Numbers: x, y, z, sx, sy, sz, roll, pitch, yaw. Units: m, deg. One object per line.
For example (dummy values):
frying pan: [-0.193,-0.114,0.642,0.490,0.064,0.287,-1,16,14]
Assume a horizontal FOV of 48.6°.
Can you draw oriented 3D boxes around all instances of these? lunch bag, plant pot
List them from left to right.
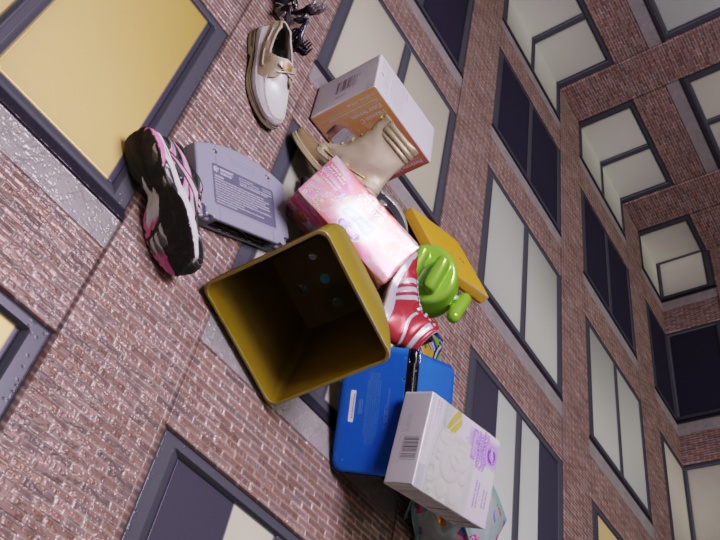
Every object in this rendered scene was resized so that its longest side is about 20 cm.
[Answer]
plant pot: [-0.070,0.042,1.157,0.201,0.199,0.177,62,19,-12]
lunch bag: [0.157,0.399,1.371,0.170,0.121,0.201,-41,114,-58]

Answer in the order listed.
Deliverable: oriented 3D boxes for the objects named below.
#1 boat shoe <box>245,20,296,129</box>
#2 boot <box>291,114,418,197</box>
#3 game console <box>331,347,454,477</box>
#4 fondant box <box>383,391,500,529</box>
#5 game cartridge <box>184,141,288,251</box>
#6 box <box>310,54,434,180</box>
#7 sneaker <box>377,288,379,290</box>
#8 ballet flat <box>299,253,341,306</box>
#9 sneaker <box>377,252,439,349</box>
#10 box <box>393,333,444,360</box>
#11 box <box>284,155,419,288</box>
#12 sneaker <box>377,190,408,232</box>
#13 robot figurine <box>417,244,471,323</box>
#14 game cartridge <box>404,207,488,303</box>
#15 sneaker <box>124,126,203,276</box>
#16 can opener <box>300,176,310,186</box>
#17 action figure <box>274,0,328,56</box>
boat shoe: [-0.149,-0.341,1.363,0.075,0.068,0.202,20,56,-53]
boot: [-0.012,-0.215,1.373,0.200,0.155,0.073,47,6,24]
game console: [0.056,0.233,1.275,0.118,0.169,0.202,65,30,-68]
fondant box: [0.130,0.291,1.218,0.200,0.058,0.145,40,55,-38]
game cartridge: [-0.186,-0.113,1.200,0.199,0.041,0.134,23,57,-52]
box: [0.027,-0.281,1.533,0.200,0.151,0.107,47,36,-32]
sneaker: [0.000,0.000,1.394,0.200,0.077,0.086,52,43,-35]
ballet flat: [-0.046,0.044,1.325,0.201,0.068,0.063,56,5,-28]
sneaker: [0.087,0.057,1.358,0.112,0.071,0.201,34,48,-9]
box: [0.091,0.181,1.442,0.064,0.070,0.200,54,33,-22]
box: [-0.016,-0.068,1.276,0.200,0.103,0.095,47,65,-3]
sneaker: [0.005,-0.112,1.487,0.200,0.075,0.106,50,38,-14]
robot figurine: [0.128,0.023,1.513,0.116,0.174,0.200,-60,166,-12]
game cartridge: [0.183,-0.030,1.708,0.200,0.032,0.177,30,28,-46]
sneaker: [-0.238,-0.094,1.059,0.086,0.080,0.202,-2,75,-60]
can opener: [-0.033,-0.092,1.409,0.200,0.063,0.079,41,40,-40]
action figure: [-0.118,-0.503,1.480,0.119,0.101,0.202,29,50,-57]
